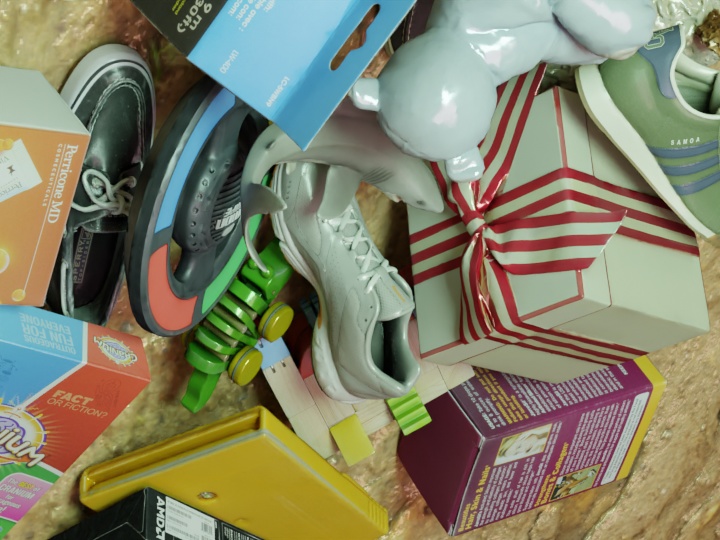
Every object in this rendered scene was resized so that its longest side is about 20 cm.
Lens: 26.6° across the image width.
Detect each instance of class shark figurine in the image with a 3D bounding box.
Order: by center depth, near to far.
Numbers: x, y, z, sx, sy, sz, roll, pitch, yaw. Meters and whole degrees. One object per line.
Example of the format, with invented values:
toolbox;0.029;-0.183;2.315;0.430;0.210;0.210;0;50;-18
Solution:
shark figurine;-0.021;-0.089;1.025;0.089;0.129;0.213;-39;166;37

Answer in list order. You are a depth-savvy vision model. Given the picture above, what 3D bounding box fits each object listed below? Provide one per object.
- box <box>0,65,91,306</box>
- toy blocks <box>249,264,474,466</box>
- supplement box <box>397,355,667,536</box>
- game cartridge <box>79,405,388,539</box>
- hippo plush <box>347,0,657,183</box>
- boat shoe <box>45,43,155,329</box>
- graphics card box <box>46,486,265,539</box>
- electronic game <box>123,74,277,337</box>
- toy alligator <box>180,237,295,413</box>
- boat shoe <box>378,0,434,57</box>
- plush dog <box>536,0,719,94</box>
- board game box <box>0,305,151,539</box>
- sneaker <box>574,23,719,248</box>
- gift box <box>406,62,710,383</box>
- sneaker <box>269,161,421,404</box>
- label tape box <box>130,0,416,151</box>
box;-0.283;-0.058;0.923;0.198;0.097;0.126;3;118;-36
toy blocks;-0.005;0.056;1.206;0.198;0.100;0.138;-28;119;-4
supplement box;0.148;0.130;1.331;0.198;0.104;0.132;-13;138;-28
game cartridge;-0.095;0.187;1.209;0.175;0.033;0.200;-21;141;22
hippo plush;0.087;-0.132;0.964;0.158;0.200;0.162;28;91;-5
boat shoe;-0.174;-0.049;1.024;0.073;0.068;0.201;5;117;-36
graphics card box;-0.140;0.246;1.216;0.125;0.051;0.199;-29;138;31
electronic game;-0.101;-0.050;1.031;0.200;0.041;0.202;22;89;-76
toy alligator;-0.080;0.016;1.129;0.201;0.059;0.054;-56;161;-1
boat shoe;0.069;-0.230;1.069;0.071;0.066;0.203;1;119;-35
plush dog;0.186;-0.180;1.147;0.170;0.162;0.201;-21;134;13
board game box;-0.262;0.104;1.045;0.152;0.041;0.200;19;126;-41
sneaker;0.244;-0.096;1.083;0.089;0.068;0.200;-31;125;28
gift box;0.147;-0.032;1.145;0.185;0.187;0.199;13;149;-41
sneaker;0.000;0.000;1.100;0.075;0.091;0.202;-26;106;-36
label tape box;-0.056;-0.185;0.921;0.063;0.200;0.145;30;101;-42
